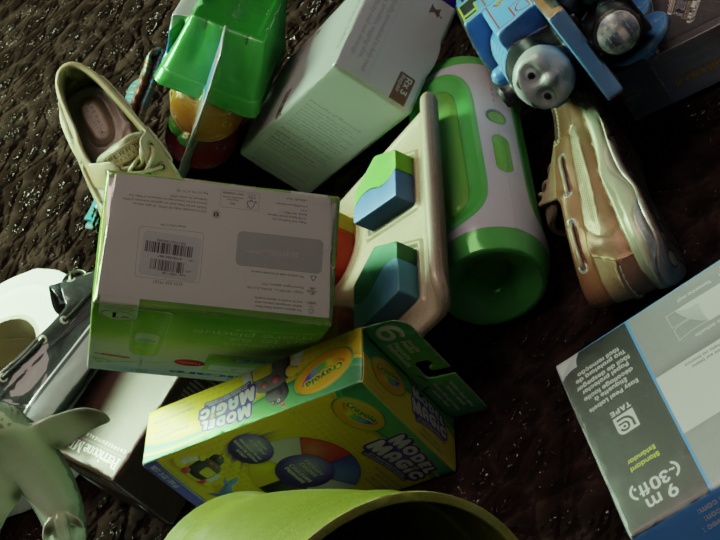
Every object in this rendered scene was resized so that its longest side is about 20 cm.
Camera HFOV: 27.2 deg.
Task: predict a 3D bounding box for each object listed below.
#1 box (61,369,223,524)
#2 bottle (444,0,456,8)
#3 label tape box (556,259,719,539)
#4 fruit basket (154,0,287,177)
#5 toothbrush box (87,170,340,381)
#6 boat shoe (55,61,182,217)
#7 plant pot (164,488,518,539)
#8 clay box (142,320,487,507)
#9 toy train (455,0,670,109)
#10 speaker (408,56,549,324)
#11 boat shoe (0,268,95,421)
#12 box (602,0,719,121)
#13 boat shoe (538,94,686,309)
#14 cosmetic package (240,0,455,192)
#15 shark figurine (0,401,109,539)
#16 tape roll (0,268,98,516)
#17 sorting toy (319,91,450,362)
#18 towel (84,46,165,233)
[{"bbox_3d":[-0.136,0.078,1.119,0.100,0.075,0.201,13,67,47],"label":"box"},{"bbox_3d":[0.100,-0.274,1.230,0.199,0.065,0.084,-35,40,11],"label":"bottle"},{"bbox_3d":[0.206,0.096,0.803,0.143,0.066,0.201,-34,38,13],"label":"label tape box"},{"bbox_3d":[-0.131,-0.141,1.224,0.201,0.093,0.186,-60,9,35],"label":"fruit basket"},{"bbox_3d":[-0.102,0.012,0.973,0.200,0.144,0.087,130,145,-72],"label":"toothbrush box"},{"bbox_3d":[-0.175,-0.074,1.125,0.072,0.065,0.201,-30,67,-8],"label":"boat shoe"},{"bbox_3d":[-0.029,0.206,0.831,0.201,0.200,0.192,-57,28,-16],"label":"plant pot"},{"bbox_3d":[-0.028,0.106,0.961,0.199,0.115,0.048,-22,44,26],"label":"clay box"},{"bbox_3d":[0.131,-0.166,0.994,0.114,0.087,0.200,-39,21,12],"label":"toy train"},{"bbox_3d":[0.080,-0.060,1.040,0.088,0.088,0.201,-27,42,21],"label":"speaker"},{"bbox_3d":[-0.214,0.035,1.139,0.201,0.066,0.070,-57,0,-23],"label":"boat shoe"},{"bbox_3d":[0.243,-0.219,1.067,0.158,0.048,0.201,-26,42,24],"label":"box"},{"bbox_3d":[0.149,-0.055,0.984,0.071,0.076,0.201,-32,38,18],"label":"boat shoe"},{"bbox_3d":[-0.014,-0.142,1.146,0.200,0.074,0.102,-36,27,61],"label":"cosmetic package"},{"bbox_3d":[-0.230,0.169,1.065,0.127,0.216,0.089,-17,12,-14],"label":"shark figurine"},{"bbox_3d":[-0.284,0.100,1.233,0.201,0.071,0.204,-23,43,24],"label":"tape roll"},{"bbox_3d":[0.000,0.000,1.022,0.200,0.036,0.186,-51,29,41],"label":"sorting toy"},{"bbox_3d":[-0.204,-0.109,1.279,0.200,0.022,0.148,169,119,-78],"label":"towel"}]
